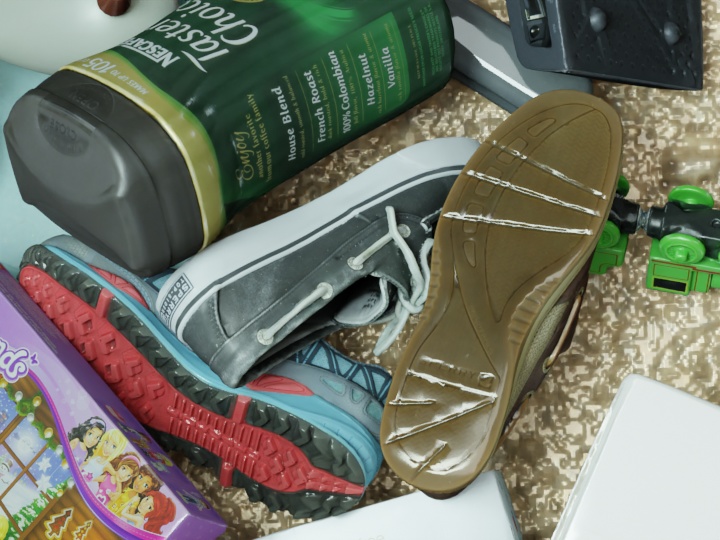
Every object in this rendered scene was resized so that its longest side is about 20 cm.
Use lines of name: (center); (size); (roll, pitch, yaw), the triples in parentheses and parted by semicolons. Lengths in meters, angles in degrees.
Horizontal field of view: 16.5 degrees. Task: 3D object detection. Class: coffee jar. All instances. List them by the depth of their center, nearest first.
coffee jar: (-0.059, -0.080, 1.130); (0.200, 0.085, 0.104); (-36, 45, -28)

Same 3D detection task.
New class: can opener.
can opener: (0.033, -0.138, 1.223); (0.200, 0.053, 0.066); (37, 88, 8)

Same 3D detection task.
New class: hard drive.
hard drive: (0.111, -0.186, 1.186); (0.042, 0.135, 0.200); (-8, 84, 38)

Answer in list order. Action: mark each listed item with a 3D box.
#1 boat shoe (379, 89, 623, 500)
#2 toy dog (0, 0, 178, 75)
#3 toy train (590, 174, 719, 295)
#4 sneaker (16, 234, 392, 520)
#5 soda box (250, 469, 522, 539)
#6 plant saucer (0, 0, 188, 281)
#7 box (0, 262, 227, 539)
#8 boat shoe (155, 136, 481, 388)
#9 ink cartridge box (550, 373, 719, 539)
boat shoe: (0.068, 0.014, 1.149); (0.072, 0.072, 0.200); (17, 78, 16)
toy dog: (-0.169, -0.121, 1.184); (0.200, 0.096, 0.132); (-20, 82, 4)
toy train: (0.165, -0.011, 1.193); (0.200, 0.056, 0.042); (11, 58, 8)
sneaker: (-0.071, 0.041, 1.192); (0.200, 0.096, 0.079); (32, 131, 8)
soda box: (-0.020, 0.152, 1.190); (0.200, 0.068, 0.064); (-17, 83, 4)
plant saucer: (-0.152, -0.072, 1.244); (0.200, 0.036, 0.200); (-1, 84, 7)
box: (-0.170, 0.097, 1.137); (0.137, 0.039, 0.200); (-48, 61, 7)
boat shoe: (0.001, -0.002, 1.160); (0.199, 0.074, 0.068); (-23, 64, -41)
ink cartridge box: (0.157, 0.141, 1.106); (0.147, 0.200, 0.145); (22, 87, 7)
